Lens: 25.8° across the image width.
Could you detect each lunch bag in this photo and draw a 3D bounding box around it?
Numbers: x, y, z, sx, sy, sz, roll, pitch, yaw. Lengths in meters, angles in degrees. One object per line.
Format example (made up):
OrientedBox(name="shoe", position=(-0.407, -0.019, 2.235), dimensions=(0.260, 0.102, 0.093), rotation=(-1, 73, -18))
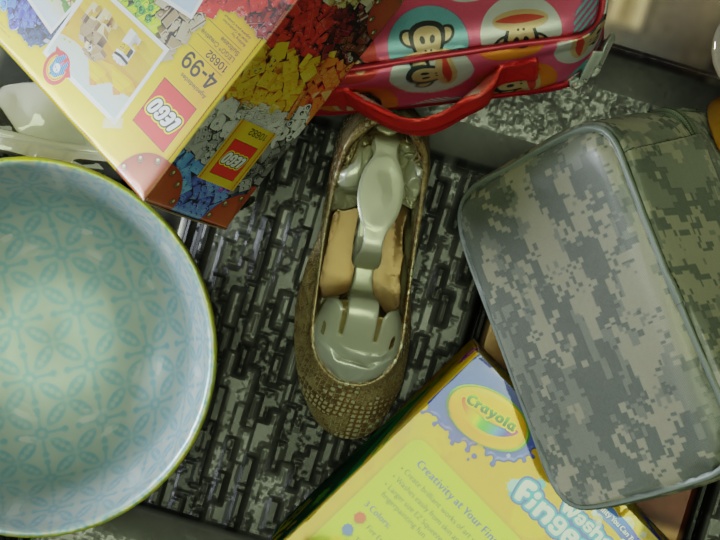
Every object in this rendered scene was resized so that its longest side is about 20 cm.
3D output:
OrientedBox(name="lunch bag", position=(0.035, -0.157, 0.850), dimensions=(0.200, 0.082, 0.176), rotation=(-5, 74, 5))
OrientedBox(name="lunch bag", position=(0.169, 0.016, 0.838), dimensions=(0.168, 0.139, 0.200), rotation=(-15, 81, -40))

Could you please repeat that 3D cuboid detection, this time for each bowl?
OrientedBox(name="bowl", position=(-0.172, 0.038, 0.872), dimensions=(0.200, 0.108, 0.200), rotation=(0, 94, 1))

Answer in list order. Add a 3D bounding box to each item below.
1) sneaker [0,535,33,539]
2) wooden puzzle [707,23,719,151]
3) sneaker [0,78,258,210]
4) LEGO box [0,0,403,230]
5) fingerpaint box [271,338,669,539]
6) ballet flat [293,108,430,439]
OrientedBox(name="sneaker", position=(-0.272, 0.183, 0.893), dimensions=(0.200, 0.084, 0.077), rotation=(-43, 91, 5))
OrientedBox(name="wooden puzzle", position=(0.244, -0.054, 0.840), dimensions=(0.046, 0.185, 0.200), rotation=(-25, 95, 31))
OrientedBox(name="sneaker", position=(-0.154, -0.085, 0.893), dimensions=(0.200, 0.074, 0.080), rotation=(8, 79, -4))
OrientedBox(name="LEGO box", position=(-0.101, -0.143, 0.801), dimensions=(0.200, 0.077, 0.149), rotation=(45, 102, 28))
OrientedBox(name="fingerpaint box", position=(0.075, 0.168, 0.895), dimensions=(0.167, 0.073, 0.200), rotation=(-45, 92, 4))
OrientedBox(name="ballet flat", position=(0.000, 0.000, 0.889), dimensions=(0.070, 0.065, 0.200), rotation=(5, 94, -2))
